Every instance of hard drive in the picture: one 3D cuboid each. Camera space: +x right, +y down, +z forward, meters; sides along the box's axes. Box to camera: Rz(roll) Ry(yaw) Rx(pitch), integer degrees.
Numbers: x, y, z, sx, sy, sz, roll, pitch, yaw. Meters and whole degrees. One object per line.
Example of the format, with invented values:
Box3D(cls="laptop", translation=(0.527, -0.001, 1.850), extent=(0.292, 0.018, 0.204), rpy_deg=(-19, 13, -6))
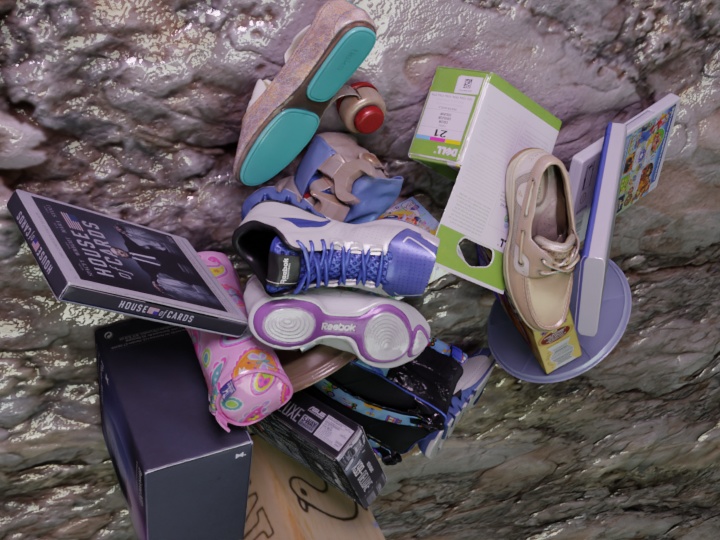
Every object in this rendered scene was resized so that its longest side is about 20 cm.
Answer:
Box3D(cls="hard drive", translation=(0.266, -0.047, 1.103), extent=(0.025, 0.200, 0.132), rpy_deg=(9, 142, 15))

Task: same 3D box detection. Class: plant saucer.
Box3D(cls="plant saucer", translation=(-0.069, 0.077, 1.123), extent=(0.200, 0.200, 0.030), rpy_deg=(-28, 111, -5))

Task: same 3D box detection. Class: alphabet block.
Box3D(cls="alphabet block", translation=(-0.109, 0.375, 1.408), extent=(0.196, 0.200, 0.195), rpy_deg=(-46, 142, 19))

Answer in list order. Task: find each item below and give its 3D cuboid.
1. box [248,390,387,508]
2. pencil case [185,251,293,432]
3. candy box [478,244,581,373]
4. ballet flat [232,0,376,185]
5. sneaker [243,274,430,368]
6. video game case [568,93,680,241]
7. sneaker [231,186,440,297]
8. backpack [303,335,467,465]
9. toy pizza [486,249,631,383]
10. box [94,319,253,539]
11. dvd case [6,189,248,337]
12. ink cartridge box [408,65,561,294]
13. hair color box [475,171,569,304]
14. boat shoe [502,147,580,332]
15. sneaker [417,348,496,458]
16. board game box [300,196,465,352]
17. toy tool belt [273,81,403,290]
Box3D(cls="box", translation=(-0.071, 0.197, 1.229), extent=(0.050, 0.200, 0.158), rpy_deg=(-51, 148, -20))
Box3D(cls="pencil case", translation=(-0.140, 0.069, 1.027), extent=(0.087, 0.200, 0.088), rpy_deg=(-16, 137, -16))
Box3D(cls="candy box", translation=(0.202, 0.026, 1.193), extent=(0.056, 0.117, 0.200), rpy_deg=(-31, 144, 2))
Box3D(cls="ballet flat", translation=(-0.060, -0.167, 0.924), extent=(0.200, 0.067, 0.068), rpy_deg=(-47, 147, 21))
Box3D(cls="sneaker", translation=(-0.022, 0.039, 0.996), extent=(0.200, 0.100, 0.075), rpy_deg=(14, 109, -25))
Box3D(cls="video game case", translation=(0.318, -0.120, 1.235), extent=(0.200, 0.018, 0.143), rpy_deg=(-32, 142, -31))
Box3D(cls="sneaker", translation=(-0.034, -0.008, 0.925), extent=(0.199, 0.115, 0.081), rpy_deg=(16, 118, 8))
Box3D(cls="backpack", translation=(0.008, 0.130, 1.250), extent=(0.200, 0.135, 0.183), rpy_deg=(28, 147, -6))
Box3D(cls="toy pizza", translation=(0.260, 0.061, 1.308), extent=(0.200, 0.200, 0.032), rpy_deg=(-38, 133, 8))
Box3D(cls="box", translation=(-0.212, 0.185, 1.113), extent=(0.123, 0.199, 0.200), rpy_deg=(-14, 140, -23))
Box3D(cls="dvd case", translation=(-0.215, -0.004, 0.931), extent=(0.200, 0.150, 0.025), rpy_deg=(18, 112, -47))
Box3D(cls="ink cartridge box", translation=(0.118, -0.093, 1.054), extent=(0.148, 0.076, 0.201), rpy_deg=(21, 88, -47))
Box3D(cls="hair color box", translation=(0.201, -0.054, 1.249), extent=(0.109, 0.065, 0.200), rpy_deg=(-26, 145, -7))
Box3D(cls="boat shoe", translation=(0.191, -0.024, 1.030), extent=(0.072, 0.065, 0.201), rpy_deg=(-11, 109, -14))
Box3D(cls="sneaker", translation=(0.105, 0.161, 1.407), extent=(0.199, 0.115, 0.081), rpy_deg=(-43, 159, -41))
Box3D(cls="board game box", translation=(0.000, 0.000, 1.104), extent=(0.200, 0.134, 0.034), rpy_deg=(-29, 120, -5))
Box3D(cls="toy tool belt", translation=(-0.010, -0.077, 1.018), extent=(0.125, 0.123, 0.200), rpy_deg=(1, 132, -37))
